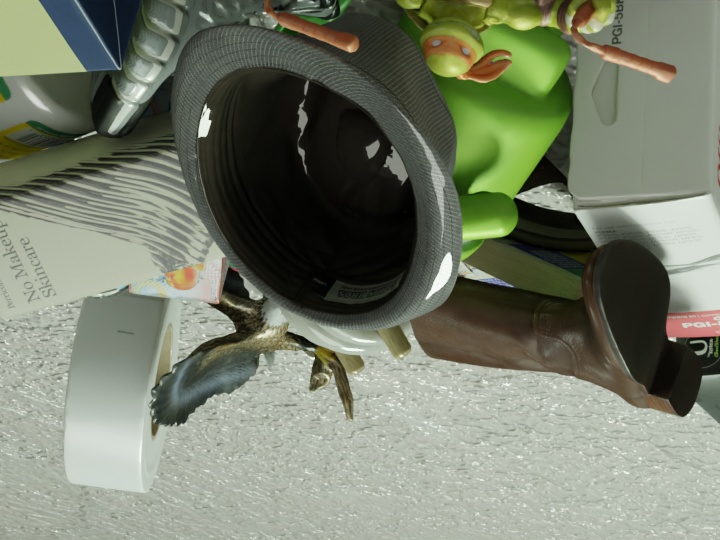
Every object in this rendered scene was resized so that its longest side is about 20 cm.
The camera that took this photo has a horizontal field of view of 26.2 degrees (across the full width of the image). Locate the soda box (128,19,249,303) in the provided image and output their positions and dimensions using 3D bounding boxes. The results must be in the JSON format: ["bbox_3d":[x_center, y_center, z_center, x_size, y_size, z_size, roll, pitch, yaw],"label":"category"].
[{"bbox_3d":[-0.110,-0.080,0.990,0.063,0.069,0.201,8,123,-1],"label":"soda box"}]

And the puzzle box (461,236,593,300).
[{"bbox_3d":[0.178,-0.001,1.106,0.199,0.026,0.133,2,-163,-37],"label":"puzzle box"}]

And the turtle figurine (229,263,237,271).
[{"bbox_3d":[-0.103,-0.062,1.117,0.149,0.101,0.200,-12,142,12],"label":"turtle figurine"}]

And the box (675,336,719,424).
[{"bbox_3d":[0.359,0.046,1.183,0.199,0.125,0.148,-6,152,32],"label":"box"}]

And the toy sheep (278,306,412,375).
[{"bbox_3d":[0.000,0.000,1.125,0.137,0.139,0.200,17,160,-22],"label":"toy sheep"}]

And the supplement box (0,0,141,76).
[{"bbox_3d":[-0.226,-0.204,0.745,0.198,0.135,0.200,0,148,19],"label":"supplement box"}]

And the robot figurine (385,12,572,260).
[{"bbox_3d":[0.051,-0.084,0.940,0.115,0.176,0.200,22,127,-13],"label":"robot figurine"}]

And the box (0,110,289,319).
[{"bbox_3d":[-0.137,-0.042,0.932,0.199,0.069,0.083,-17,117,13],"label":"box"}]

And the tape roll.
[{"bbox_3d":[-0.210,0.094,1.381,0.070,0.204,0.203,8,157,0],"label":"tape roll"}]

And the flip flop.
[{"bbox_3d":[0.101,-0.062,1.098,0.199,0.058,0.081,20,-166,5],"label":"flip flop"}]

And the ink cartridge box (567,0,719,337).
[{"bbox_3d":[0.198,-0.063,0.950,0.082,0.148,0.200,-4,155,24],"label":"ink cartridge box"}]

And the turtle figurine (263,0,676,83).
[{"bbox_3d":[0.058,-0.154,0.761,0.199,0.162,0.064,8,156,-1],"label":"turtle figurine"}]

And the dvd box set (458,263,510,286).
[{"bbox_3d":[0.071,-0.010,1.263,0.145,0.030,0.200,-6,154,30],"label":"dvd box set"}]

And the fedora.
[{"bbox_3d":[-0.009,-0.064,0.816,0.176,0.090,0.201,20,138,24],"label":"fedora"}]

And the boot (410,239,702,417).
[{"bbox_3d":[0.097,0.023,0.959,0.199,0.064,0.187,16,156,33],"label":"boot"}]

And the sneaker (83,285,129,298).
[{"bbox_3d":[-0.221,-0.060,1.100,0.200,0.078,0.090,39,149,19],"label":"sneaker"}]

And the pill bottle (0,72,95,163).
[{"bbox_3d":[-0.243,-0.124,0.994,0.199,0.114,0.113,-13,149,40],"label":"pill bottle"}]

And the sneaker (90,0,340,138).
[{"bbox_3d":[-0.072,-0.143,0.873,0.115,0.075,0.200,13,129,-27],"label":"sneaker"}]

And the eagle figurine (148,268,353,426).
[{"bbox_3d":[-0.104,0.045,1.315,0.199,0.152,0.152,2,125,-29],"label":"eagle figurine"}]

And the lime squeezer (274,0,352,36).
[{"bbox_3d":[-0.032,-0.137,0.948,0.070,0.038,0.200,-30,176,-31],"label":"lime squeezer"}]
